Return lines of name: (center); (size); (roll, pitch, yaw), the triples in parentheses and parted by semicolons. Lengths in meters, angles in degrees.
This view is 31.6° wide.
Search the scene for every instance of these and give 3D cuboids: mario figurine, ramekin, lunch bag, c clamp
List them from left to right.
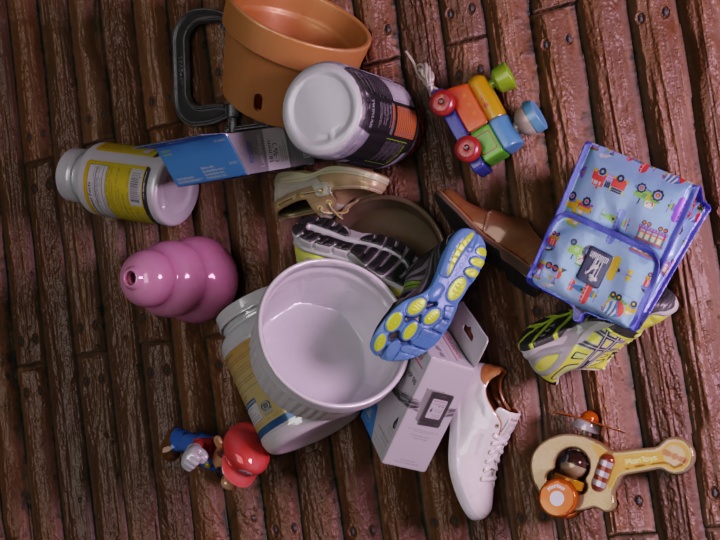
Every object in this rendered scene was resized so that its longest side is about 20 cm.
mario figurine: (-0.201, 0.268, 1.759); (0.200, 0.123, 0.106); (-4, 109, 54)
c clamp: (-0.207, -0.290, 1.855); (0.171, 0.027, 0.200); (-10, 86, 33)
ramekin: (-0.046, 0.096, 1.609); (0.200, 0.200, 0.105); (64, 153, 14)
lunch bag: (0.299, -0.028, 1.512); (0.150, 0.094, 0.200); (26, 87, 27)

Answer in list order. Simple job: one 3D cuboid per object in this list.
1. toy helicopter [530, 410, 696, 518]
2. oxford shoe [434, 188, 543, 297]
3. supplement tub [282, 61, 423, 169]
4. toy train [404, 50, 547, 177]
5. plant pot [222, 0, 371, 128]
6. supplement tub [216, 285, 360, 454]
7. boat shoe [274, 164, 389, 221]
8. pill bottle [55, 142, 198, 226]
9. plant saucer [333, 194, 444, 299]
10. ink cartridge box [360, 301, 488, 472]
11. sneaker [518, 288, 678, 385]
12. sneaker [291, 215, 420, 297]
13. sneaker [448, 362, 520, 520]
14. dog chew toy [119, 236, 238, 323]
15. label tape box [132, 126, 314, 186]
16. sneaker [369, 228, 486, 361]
toy helicopter: (0.306, 0.227, 1.551); (0.200, 0.079, 0.133); (-11, 75, 17)
oxford shoe: (0.177, -0.049, 1.630); (0.071, 0.071, 0.200); (-43, 64, -12)
supplement tub: (-0.002, -0.196, 1.641); (0.122, 0.200, 0.123); (-1, 88, 27)
toy train: (0.148, -0.232, 1.633); (0.116, 0.085, 0.200); (-30, 75, 14)
plant pot: (-0.101, -0.283, 1.713); (0.200, 0.200, 0.140); (35, 121, 24)
supplement tub: (-0.100, 0.131, 1.717); (0.145, 0.145, 0.200); (-32, 75, 24)
boat shoe: (-0.041, -0.100, 1.716); (0.200, 0.074, 0.067); (-2, 75, 47)
pill bottle: (-0.348, -0.131, 1.875); (0.200, 0.111, 0.112); (10, 94, 28)
plant saucer: (0.033, -0.002, 1.714); (0.200, 0.029, 0.201); (-1, 88, 28)
ink cartridge box: (0.079, 0.140, 1.622); (0.200, 0.067, 0.116); (-66, 23, 18)
sneaker: (0.297, 0.076, 1.559); (0.200, 0.075, 0.076); (-22, 111, 23)
sneaker: (0.000, 0.000, 1.684); (0.200, 0.078, 0.090); (24, 130, 19)
sneaker: (0.161, 0.217, 1.615); (0.085, 0.073, 0.200); (-7, 84, 30)
dog chew toy: (-0.259, 0.012, 1.773); (0.124, 0.200, 0.125); (-1, 88, 28)
label tape box: (-0.183, -0.154, 1.720); (0.144, 0.200, 0.063); (-5, 97, 41)
sneaker: (0.083, 0.034, 1.586); (0.071, 0.083, 0.200); (40, 74, -14)
